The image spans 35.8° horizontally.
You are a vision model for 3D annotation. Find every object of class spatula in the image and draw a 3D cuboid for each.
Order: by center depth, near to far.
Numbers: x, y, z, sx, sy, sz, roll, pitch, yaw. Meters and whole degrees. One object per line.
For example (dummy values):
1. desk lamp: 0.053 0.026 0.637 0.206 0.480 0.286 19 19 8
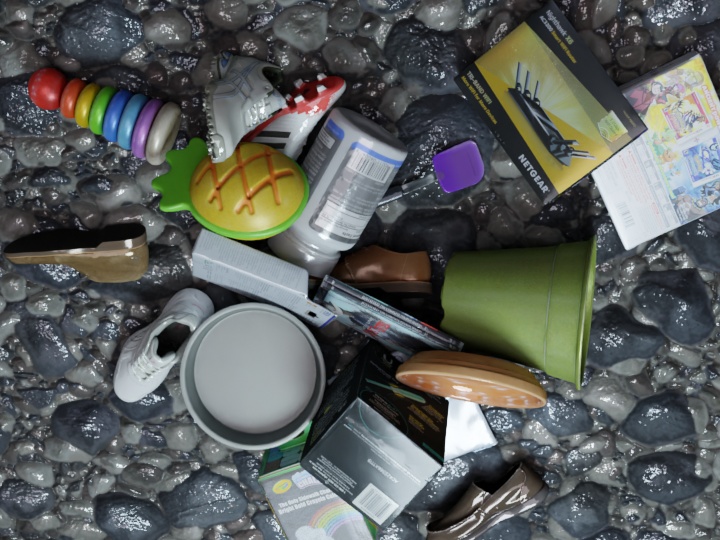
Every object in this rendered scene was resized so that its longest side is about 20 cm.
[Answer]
1. spatula: 0.068 -0.112 1.489 0.199 0.021 0.057 -21 89 15

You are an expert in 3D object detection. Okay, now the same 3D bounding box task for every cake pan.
1. cake pan: -0.146 0.143 1.527 0.198 0.037 0.202 0 94 0

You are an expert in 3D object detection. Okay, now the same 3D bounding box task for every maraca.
1. maraca: -0.161 -0.105 1.392 0.198 0.138 0.107 14 148 12

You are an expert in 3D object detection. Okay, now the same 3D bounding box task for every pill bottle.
1. pill bottle: -0.034 -0.099 1.449 0.113 0.114 0.201 29 107 -7

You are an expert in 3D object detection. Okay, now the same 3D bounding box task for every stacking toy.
1. stacking toy: -0.339 -0.210 1.452 0.199 0.085 0.086 21 111 0

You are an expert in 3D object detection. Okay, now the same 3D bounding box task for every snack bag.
1. snack bag: 0.076 0.205 1.610 0.187 0.021 0.201 -22 108 11

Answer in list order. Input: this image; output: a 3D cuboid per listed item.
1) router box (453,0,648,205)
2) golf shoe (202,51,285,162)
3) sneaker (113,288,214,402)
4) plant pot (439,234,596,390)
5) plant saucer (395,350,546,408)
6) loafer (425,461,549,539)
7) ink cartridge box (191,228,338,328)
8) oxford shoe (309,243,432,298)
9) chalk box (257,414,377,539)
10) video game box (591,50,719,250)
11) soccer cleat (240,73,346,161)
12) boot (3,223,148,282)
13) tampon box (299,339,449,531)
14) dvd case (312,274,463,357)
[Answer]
1. router box: 0.237 -0.208 1.395 0.157 0.052 0.201 -38 84 16
2. golf shoe: -0.142 -0.207 1.376 0.096 0.201 0.079 2 133 1
3. sneaker: -0.288 0.114 1.556 0.078 0.099 0.200 36 108 -9
4. plant pot: 0.206 0.046 1.469 0.188 0.200 0.202 5 111 15
5. plant saucer: 0.146 0.141 1.456 0.198 0.200 0.038 12 77 -1
6. loafer: 0.176 0.339 1.634 0.199 0.073 0.071 -30 96 9
7. ink cartridge box: -0.124 0.013 1.463 0.199 0.200 0.041 24 79 -5
8. oxford shoe: 0.000 0.000 1.525 0.198 0.071 0.072 0 80 7
9. chalk box: -0.065 0.292 1.598 0.123 0.124 0.201 -18 107 11
10. video game box: 0.387 -0.154 1.442 0.181 0.047 0.201 -23 107 15
11. soccer cleat: -0.093 -0.181 1.456 0.199 0.069 0.085 -32 119 14
12. boot: -0.389 -0.015 1.535 0.198 0.074 0.076 -2 121 2
13. tampon box: 0.023 0.215 1.498 0.150 0.200 0.126 39 108 -6
14. dvd case: 0.031 0.072 1.489 0.199 0.146 0.022 28 75 -2
